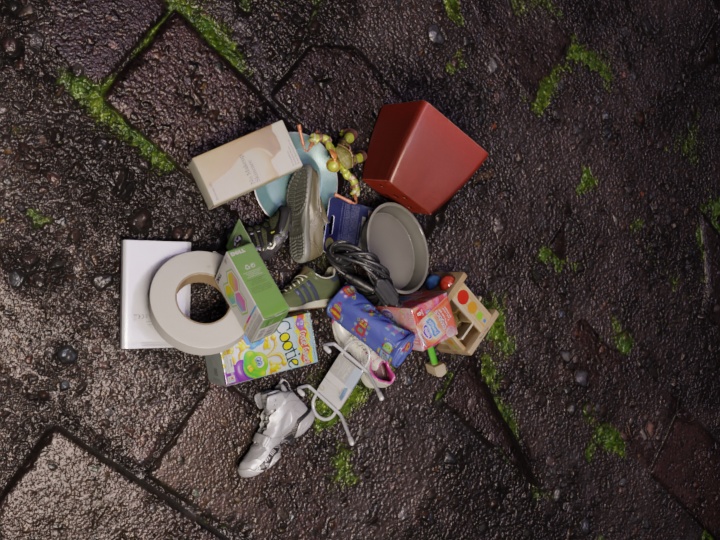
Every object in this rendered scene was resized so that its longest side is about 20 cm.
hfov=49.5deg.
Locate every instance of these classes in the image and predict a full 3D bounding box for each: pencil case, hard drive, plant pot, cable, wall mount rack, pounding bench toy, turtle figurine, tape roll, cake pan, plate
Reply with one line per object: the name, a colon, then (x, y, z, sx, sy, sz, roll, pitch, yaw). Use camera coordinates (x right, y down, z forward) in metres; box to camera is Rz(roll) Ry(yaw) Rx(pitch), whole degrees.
pencil case: (0.023, 0.111, 1.598, 0.087, 0.199, 0.079, -13, 135, -58)
hard drive: (-0.390, 0.045, 1.487, 0.131, 0.025, 0.203, 1, 89, -31)
plant pot: (0.120, -0.233, 1.705, 0.199, 0.199, 0.177, 33, 83, -26)
cable: (0.000, 0.000, 1.599, 0.051, 0.163, 0.200, -50, 126, -13)
wall mount rack: (-0.034, 0.248, 1.598, 0.201, 0.173, 0.074, -58, 159, 16)
pounding bench toy: (0.181, 0.118, 1.766, 0.156, 0.124, 0.201, 46, 68, -21)
turtle figurine: (-0.043, -0.247, 1.634, 0.201, 0.064, 0.162, 51, 31, -10)
tape roll: (-0.294, 0.058, 1.457, 0.200, 0.037, 0.205, 11, 58, -17)
cake pan: (0.072, -0.046, 1.691, 0.199, 0.036, 0.203, 17, 67, -43)
plate: (-0.138, -0.188, 1.638, 0.198, 0.025, 0.203, 0, 89, -30)

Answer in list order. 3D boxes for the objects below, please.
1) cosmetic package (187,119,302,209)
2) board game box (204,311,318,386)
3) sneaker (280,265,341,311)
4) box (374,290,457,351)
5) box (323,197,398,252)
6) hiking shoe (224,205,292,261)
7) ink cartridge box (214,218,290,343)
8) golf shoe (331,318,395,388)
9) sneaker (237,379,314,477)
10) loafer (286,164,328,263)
cosmetic package: (-0.226, -0.208, 1.538, 0.199, 0.071, 0.106, -29, 96, -19)
board game box: (-0.201, 0.151, 1.553, 0.198, 0.105, 0.104, -12, 95, -30)
sneaker: (-0.124, 0.036, 1.621, 0.198, 0.067, 0.091, -5, 95, -37)
box: (0.102, 0.105, 1.675, 0.102, 0.199, 0.096, -22, 101, -28)
box: (-0.005, -0.081, 1.699, 0.199, 0.032, 0.123, 13, 83, -39)
hiking shoe: (-0.217, -0.061, 1.554, 0.100, 0.076, 0.201, 40, 79, -20)
ink cartridge box: (-0.212, 0.020, 1.428, 0.059, 0.104, 0.201, -21, 72, -32)
golf shoe: (0.012, 0.168, 1.686, 0.075, 0.091, 0.201, -40, 107, -23)
sneaker: (-0.191, 0.315, 1.577, 0.200, 0.075, 0.116, -41, 108, -29)
loafer: (-0.107, -0.116, 1.609, 0.069, 0.075, 0.203, 1, 92, -43)
